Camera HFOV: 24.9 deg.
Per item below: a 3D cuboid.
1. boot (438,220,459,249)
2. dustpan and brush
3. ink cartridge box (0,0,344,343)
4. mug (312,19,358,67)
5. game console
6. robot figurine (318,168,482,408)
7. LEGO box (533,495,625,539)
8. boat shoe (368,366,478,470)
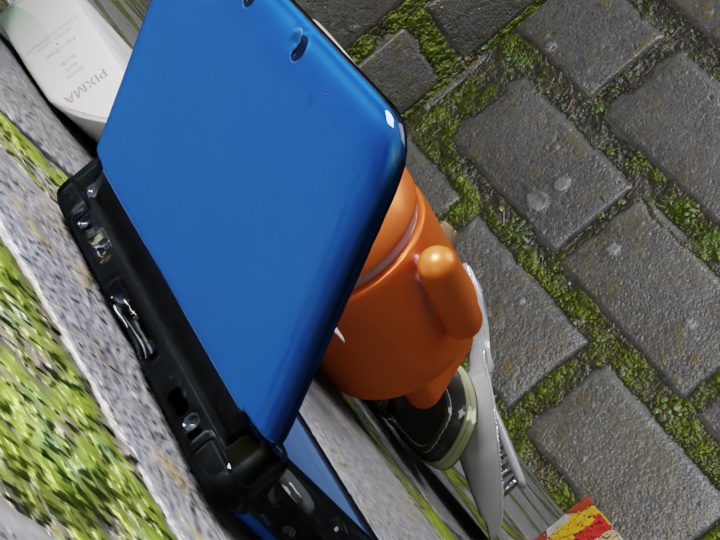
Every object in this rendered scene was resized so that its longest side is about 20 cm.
[{"bbox_3d":[-0.042,-0.016,1.155,0.199,0.108,0.075,23,-12,12],"label":"boot"},{"bbox_3d":[0.088,0.096,1.203,0.140,0.057,0.201,52,18,-84],"label":"dustpan and brush"},{"bbox_3d":[-0.100,-0.048,0.877,0.200,0.050,0.161,56,4,33],"label":"ink cartridge box"},{"bbox_3d":[-0.078,-0.131,1.298,0.187,0.153,0.149,51,3,23],"label":"mug"},{"bbox_3d":[-0.023,0.000,0.571,0.171,0.118,0.200,48,3,-38],"label":"game console"},{"bbox_3d":[-0.002,0.000,1.005,0.200,0.116,0.144,58,4,-40],"label":"robot figurine"},{"bbox_3d":[0.256,0.323,1.489,0.200,0.077,0.149,50,2,-19],"label":"LEGO box"},{"bbox_3d":[0.025,0.073,1.178,0.066,0.072,0.201,25,18,-25],"label":"boat shoe"}]
